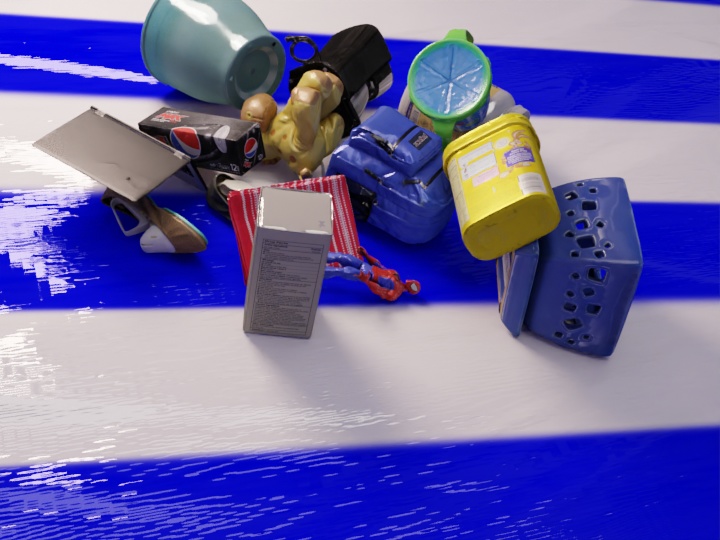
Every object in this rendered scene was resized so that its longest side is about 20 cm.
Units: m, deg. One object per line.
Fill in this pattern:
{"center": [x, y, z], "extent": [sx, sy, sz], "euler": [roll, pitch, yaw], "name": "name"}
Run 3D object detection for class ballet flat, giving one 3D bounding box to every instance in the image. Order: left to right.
{"center": [-0.313, -0.070, 1.500], "extent": [0.200, 0.068, 0.072], "euler": [38, 67, 23], "name": "ballet flat"}
{"center": [-0.156, -0.085, 1.551], "extent": [0.199, 0.069, 0.068], "euler": [31, 47, 15], "name": "ballet flat"}

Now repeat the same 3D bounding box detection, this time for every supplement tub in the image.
{"center": [0.183, -0.273, 1.793], "extent": [0.199, 0.146, 0.145], "euler": [32, 45, 16], "name": "supplement tub"}

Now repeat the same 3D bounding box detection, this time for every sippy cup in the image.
{"center": [0.155, -0.291, 1.659], "extent": [0.140, 0.130, 0.178], "euler": [43, 92, 19], "name": "sippy cup"}

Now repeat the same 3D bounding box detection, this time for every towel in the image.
{"center": [-0.096, -0.062, 1.519], "extent": [0.199, 0.022, 0.145], "euler": [-12, 90, -26], "name": "towel"}

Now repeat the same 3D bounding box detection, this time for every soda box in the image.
{"center": [-0.253, -0.206, 1.607], "extent": [0.199, 0.064, 0.071], "euler": [13, 37, 28], "name": "soda box"}

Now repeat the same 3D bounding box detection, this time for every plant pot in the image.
{"center": [-0.233, -0.369, 1.709], "extent": [0.188, 0.201, 0.200], "euler": [34, 45, 31], "name": "plant pot"}
{"center": [0.302, -0.012, 1.525], "extent": [0.179, 0.201, 0.201], "euler": [5, 44, -1], "name": "plant pot"}

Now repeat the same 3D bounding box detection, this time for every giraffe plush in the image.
{"center": [-0.129, -0.231, 1.661], "extent": [0.161, 0.201, 0.172], "euler": [10, 12, 18], "name": "giraffe plush"}

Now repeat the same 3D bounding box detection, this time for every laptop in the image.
{"center": [-0.353, -0.153, 1.529], "extent": [0.187, 0.200, 0.116], "euler": [29, 76, 13], "name": "laptop"}

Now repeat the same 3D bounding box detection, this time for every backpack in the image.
{"center": [0.062, -0.146, 1.612], "extent": [0.200, 0.168, 0.163], "euler": [35, 51, 11], "name": "backpack"}

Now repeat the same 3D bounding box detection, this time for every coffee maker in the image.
{"center": [-0.031, -0.355, 1.782], "extent": [0.134, 0.193, 0.200], "euler": [10, 38, 18], "name": "coffee maker"}

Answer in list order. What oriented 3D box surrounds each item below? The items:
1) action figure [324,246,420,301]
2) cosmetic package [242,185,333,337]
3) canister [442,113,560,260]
{"center": [0.000, 0.000, 1.507], "extent": [0.199, 0.052, 0.066], "euler": [19, 38, -20], "name": "action figure"}
{"center": [-0.101, -0.009, 1.390], "extent": [0.103, 0.201, 0.088], "euler": [7, 43, -9], "name": "cosmetic package"}
{"center": [0.202, -0.122, 1.473], "extent": [0.148, 0.087, 0.201], "euler": [-26, 38, 17], "name": "canister"}
